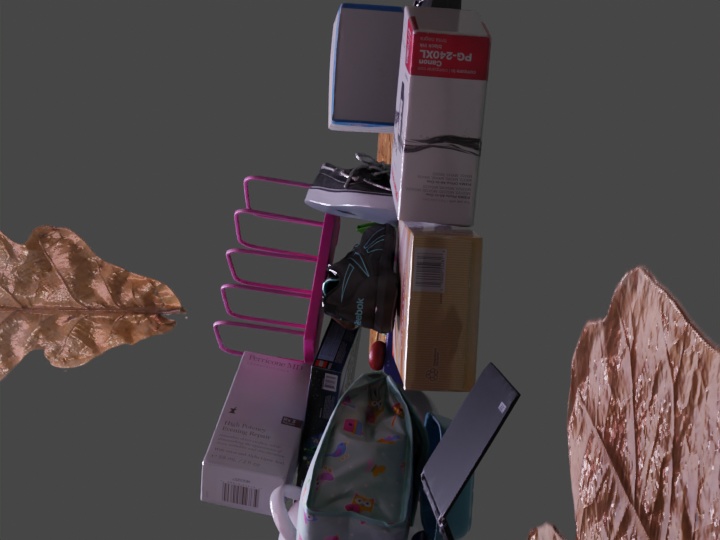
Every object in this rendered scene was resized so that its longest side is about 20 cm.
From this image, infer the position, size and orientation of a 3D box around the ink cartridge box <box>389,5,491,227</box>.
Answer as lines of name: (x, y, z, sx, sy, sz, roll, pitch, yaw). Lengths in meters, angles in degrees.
ink cartridge box: (0.081, -0.161, 1.602, 0.145, 0.083, 0.201, -96, 10, -71)

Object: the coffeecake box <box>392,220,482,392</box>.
coffeecake box: (0.077, 0.031, 1.592, 0.200, 0.073, 0.154, -109, 22, -83)

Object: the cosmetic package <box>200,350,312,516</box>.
cosmetic package: (-0.116, 0.190, 1.826, 0.200, 0.101, 0.074, -75, -5, -50)

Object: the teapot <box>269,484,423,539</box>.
teapot: (-0.006, 0.332, 1.724, 0.146, 0.199, 0.198, -86, 1, -68)

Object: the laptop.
laptop: (0.114, 0.201, 1.328, 0.177, 0.103, 0.201, -113, 1, -84)

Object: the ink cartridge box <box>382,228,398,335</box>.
ink cartridge box: (0.065, -0.019, 1.901, 0.117, 0.067, 0.201, 134, 138, -86)

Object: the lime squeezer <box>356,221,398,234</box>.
lime squeezer: (0.080, -0.085, 1.778, 0.200, 0.071, 0.038, -44, 1, 41)

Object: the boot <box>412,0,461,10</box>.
boot: (0.087, -0.331, 1.747, 0.165, 0.065, 0.201, 104, 170, -72)

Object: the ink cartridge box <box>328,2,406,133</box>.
ink cartridge box: (0.036, -0.246, 1.927, 0.200, 0.146, 0.145, -145, 58, -86)

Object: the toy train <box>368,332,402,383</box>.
toy train: (0.071, 0.031, 1.783, 0.116, 0.084, 0.201, 19, -101, -76)

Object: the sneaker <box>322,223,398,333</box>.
sneaker: (0.000, 0.000, 1.659, 0.200, 0.079, 0.076, -89, 2, -67)

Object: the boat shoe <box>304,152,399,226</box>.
boat shoe: (0.010, -0.094, 1.759, 0.199, 0.073, 0.068, 10, 80, 60)

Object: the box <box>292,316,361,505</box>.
box: (-0.039, 0.167, 1.856, 0.137, 0.037, 0.201, -69, -11, -61)

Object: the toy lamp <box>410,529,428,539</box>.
toy lamp: (0.072, 0.353, 1.545, 0.058, 0.058, 0.201, 97, 173, -48)

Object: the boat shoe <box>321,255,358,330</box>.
boat shoe: (0.009, 0.010, 1.853, 0.075, 0.075, 0.202, -50, 8, 15)

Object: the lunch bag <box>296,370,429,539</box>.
lunch bag: (0.002, 0.225, 1.586, 0.200, 0.121, 0.171, -79, -3, -48)

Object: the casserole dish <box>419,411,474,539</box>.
casserole dish: (0.087, 0.208, 1.555, 0.200, 0.039, 0.122, -147, 60, -87)

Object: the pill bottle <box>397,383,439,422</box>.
pill bottle: (0.028, 0.239, 1.864, 0.201, 0.119, 0.120, 95, 176, -46)

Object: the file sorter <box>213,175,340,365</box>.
file sorter: (-0.100, 0.001, 1.889, 0.139, 0.125, 0.201, 93, -174, -71)
